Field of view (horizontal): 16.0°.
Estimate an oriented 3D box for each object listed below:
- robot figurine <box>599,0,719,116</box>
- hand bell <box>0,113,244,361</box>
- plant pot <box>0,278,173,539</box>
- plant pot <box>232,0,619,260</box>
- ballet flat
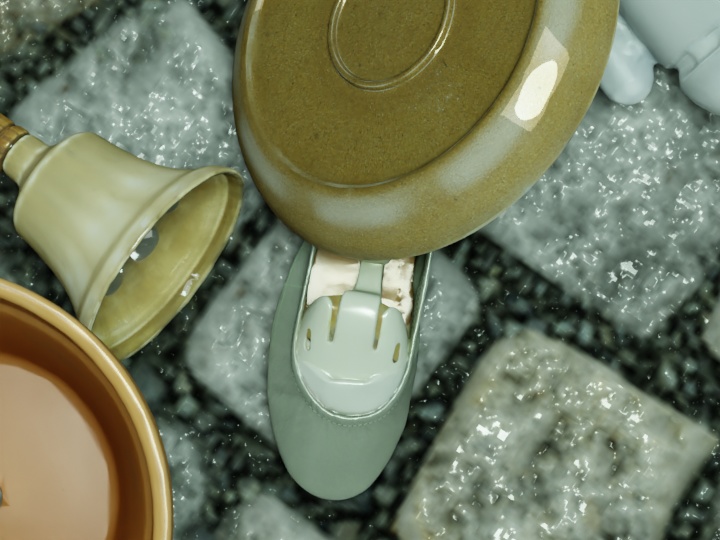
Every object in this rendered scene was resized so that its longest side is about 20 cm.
[{"bbox_3d":[0.158,-0.148,1.113,0.169,0.113,0.200,-38,86,19],"label":"robot figurine"},{"bbox_3d":[-0.159,-0.057,1.123,0.200,0.104,0.104,37,84,16],"label":"hand bell"},{"bbox_3d":[-0.170,0.098,1.060,0.199,0.140,0.202,0,90,2],"label":"plant pot"},{"bbox_3d":[0.018,-0.104,1.087,0.199,0.027,0.201,-14,65,32],"label":"plant pot"},{"bbox_3d":[0.000,0.000,1.119,0.067,0.064,0.201,12,84,0],"label":"ballet flat"}]
